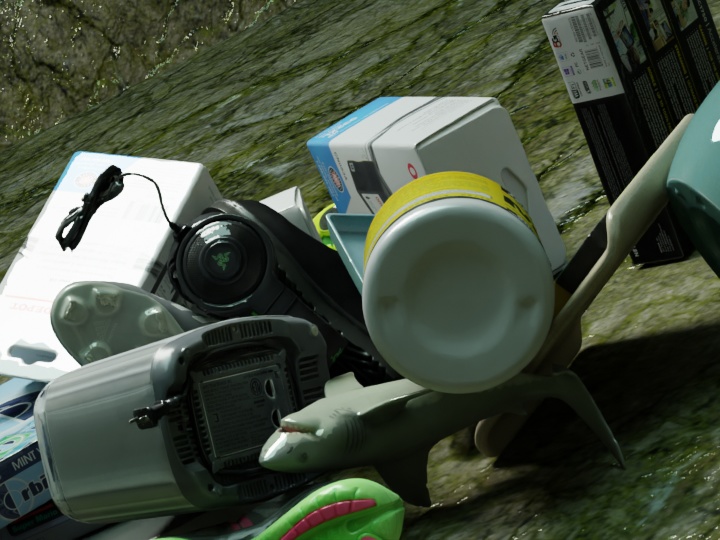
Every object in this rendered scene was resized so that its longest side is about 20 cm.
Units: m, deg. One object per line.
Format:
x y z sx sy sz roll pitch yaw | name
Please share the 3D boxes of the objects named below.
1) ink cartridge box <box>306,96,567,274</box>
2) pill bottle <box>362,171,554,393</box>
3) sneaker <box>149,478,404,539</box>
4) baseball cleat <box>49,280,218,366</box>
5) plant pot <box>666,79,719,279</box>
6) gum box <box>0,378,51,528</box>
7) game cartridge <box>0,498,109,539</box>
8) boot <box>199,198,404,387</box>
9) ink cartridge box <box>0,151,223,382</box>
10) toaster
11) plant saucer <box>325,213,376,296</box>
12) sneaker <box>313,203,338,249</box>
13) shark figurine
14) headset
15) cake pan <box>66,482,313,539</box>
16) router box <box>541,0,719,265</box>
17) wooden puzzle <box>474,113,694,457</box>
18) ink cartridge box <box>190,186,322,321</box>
0.058 -0.054 2.059 0.084 0.145 0.200 -30 15 -21 | ink cartridge box
0.057 0.001 1.607 0.114 0.115 0.200 -23 9 4 | pill bottle
-0.061 0.178 1.590 0.199 0.077 0.084 -17 -2 15 | sneaker
-0.123 0.057 1.795 0.070 0.199 0.106 -64 15 3 | baseball cleat
0.286 -0.055 1.610 0.161 0.201 0.201 -39 16 -7 | plant pot
-0.265 0.136 1.820 0.170 0.045 0.200 -29 14 -22 | gum box
-0.179 0.143 1.807 0.199 0.038 0.130 -24 9 1 | game cartridge
-0.001 0.002 1.881 0.158 0.211 0.079 -41 -6 -39 | boot
-0.186 0.015 1.872 0.115 0.067 0.200 7 55 28 | ink cartridge box
-0.112 0.098 1.649 0.129 0.114 0.200 -15 -1 36 | toaster
0.039 0.032 1.782 0.070 0.019 0.200 1 40 -29 | plant saucer
0.043 -0.044 2.239 0.199 0.074 0.084 -26 -11 5 | sneaker
0.051 0.103 1.622 0.214 0.090 0.128 -10 10 5 | shark figurine
-0.101 0.006 1.748 0.094 0.200 0.123 -50 9 -5 | headset
-0.129 0.167 1.780 0.200 0.037 0.200 -22 14 6 | cake pan
0.219 -0.125 1.941 0.051 0.201 0.149 -9 19 39 | router box
0.143 0.005 1.688 0.185 0.037 0.200 -46 -13 -55 | wooden puzzle
-0.106 0.044 1.969 0.199 0.147 0.084 -22 12 4 | ink cartridge box
